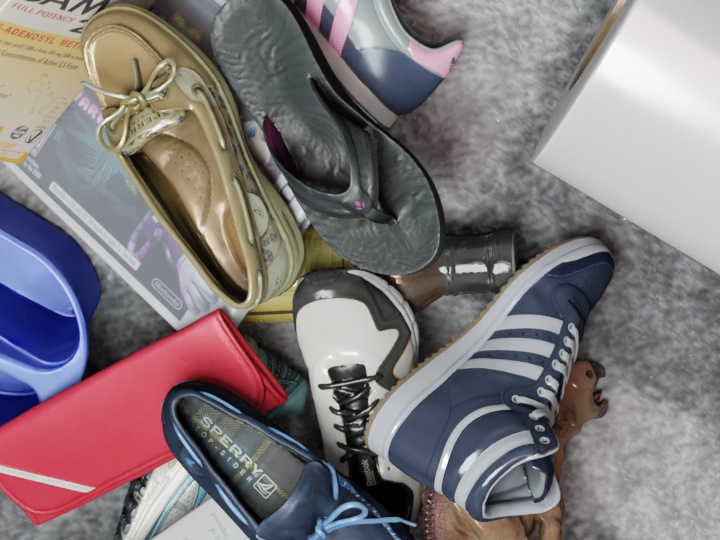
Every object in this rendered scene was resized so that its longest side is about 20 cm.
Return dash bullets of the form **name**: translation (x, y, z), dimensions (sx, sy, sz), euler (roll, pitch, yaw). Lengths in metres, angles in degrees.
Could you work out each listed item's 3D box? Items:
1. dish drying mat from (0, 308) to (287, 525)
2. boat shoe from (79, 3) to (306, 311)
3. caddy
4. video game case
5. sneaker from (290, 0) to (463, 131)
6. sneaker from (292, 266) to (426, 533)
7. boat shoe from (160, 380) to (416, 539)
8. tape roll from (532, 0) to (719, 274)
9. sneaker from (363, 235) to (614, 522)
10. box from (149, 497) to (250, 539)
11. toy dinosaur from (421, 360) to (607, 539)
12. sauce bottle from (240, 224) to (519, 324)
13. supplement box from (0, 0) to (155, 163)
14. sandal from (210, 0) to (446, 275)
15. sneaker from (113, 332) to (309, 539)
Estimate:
- **dish drying mat**: translation (-0.146, 0.095, 1.477), dimensions (0.199, 0.018, 0.077), euler (-27, 113, 23)
- **boat shoe**: translation (-0.104, -0.069, 1.399), dimensions (0.073, 0.063, 0.200), euler (-36, 89, 25)
- **caddy**: translation (-0.262, 0.022, 1.513), dimensions (0.199, 0.105, 0.142), euler (30, 107, 0)
- **video game case**: translation (-0.111, -0.080, 1.468), dimensions (0.200, 0.023, 0.182), euler (42, 108, 20)
- **sneaker**: translation (-0.017, -0.185, 1.444), dimensions (0.082, 0.070, 0.200), euler (-36, 104, 9)
- **sneaker**: translation (0.006, 0.085, 1.470), dimensions (0.073, 0.080, 0.201), euler (-9, 127, 16)
- **boat shoe**: translation (-0.044, 0.143, 1.401), dimensions (0.199, 0.069, 0.084), euler (33, 86, 6)
- **tape roll**: translation (0.205, -0.114, 1.356), dimensions (0.139, 0.203, 0.203), euler (30, 108, -1)
- **sneaker**: translation (0.108, 0.070, 1.434), dimensions (0.200, 0.070, 0.108), euler (-40, 57, -20)
- **box**: translation (-0.080, 0.239, 1.498), dimensions (0.199, 0.106, 0.153), euler (-34, 68, 7)
- **toy dinosaur**: translation (0.079, 0.139, 1.471), dimensions (0.085, 0.200, 0.136), euler (-2, 109, 34)
- **sauce bottle**: translation (0.000, 0.000, 1.491), dimensions (0.198, 0.065, 0.065), euler (-2, 105, 8)
- **supplement box**: translation (-0.203, -0.162, 1.432), dimensions (0.200, 0.126, 0.074), euler (-48, 66, 21)
- **sandal**: translation (-0.028, -0.076, 1.387), dimensions (0.075, 0.048, 0.201), euler (-42, 78, 22)
- **sneaker**: translation (-0.099, 0.137, 1.539), dimensions (0.086, 0.078, 0.201), euler (25, 111, -9)
